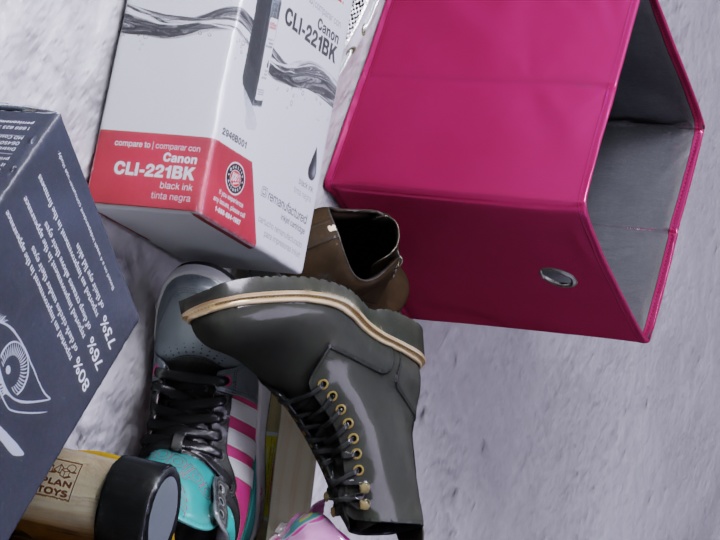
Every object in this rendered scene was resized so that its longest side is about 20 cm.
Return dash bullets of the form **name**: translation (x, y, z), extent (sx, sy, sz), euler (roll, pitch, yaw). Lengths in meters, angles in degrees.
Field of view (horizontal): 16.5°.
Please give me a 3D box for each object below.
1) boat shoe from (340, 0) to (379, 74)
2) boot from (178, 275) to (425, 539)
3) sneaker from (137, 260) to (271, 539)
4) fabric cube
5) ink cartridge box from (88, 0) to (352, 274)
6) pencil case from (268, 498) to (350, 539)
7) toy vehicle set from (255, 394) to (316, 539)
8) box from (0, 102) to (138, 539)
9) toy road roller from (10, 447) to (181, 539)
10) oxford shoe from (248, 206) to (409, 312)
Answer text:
- **boat shoe**: translation (-0.020, -0.185, 1.649), extent (0.201, 0.070, 0.069), euler (-64, 150, -22)
- **boot**: translation (-0.023, 0.086, 1.473), extent (0.199, 0.077, 0.140), euler (16, 64, -46)
- **sneaker**: translation (-0.108, 0.106, 1.500), extent (0.121, 0.083, 0.202), euler (-53, 143, -64)
- **fabric cube**: translation (0.117, -0.084, 1.806), extent (0.197, 0.198, 0.201), euler (58, 43, -53)
- **ink cartridge box**: translation (-0.081, -0.114, 1.505), extent (0.144, 0.083, 0.202), euler (31, 66, -62)
- **pencil case**: translation (-0.074, 0.228, 1.494), extent (0.200, 0.087, 0.088), euler (-39, 137, -16)
- **toy vehicle set**: translation (-0.050, 0.134, 1.613), extent (0.124, 0.026, 0.202), euler (168, -71, -82)
- **box**: translation (-0.211, 0.035, 1.228), extent (0.201, 0.104, 0.149), euler (-61, 146, -41)
- **toy road roller**: translation (-0.166, 0.191, 1.343), extent (0.146, 0.122, 0.201), euler (76, 29, -58)
- **oxford shoe**: translation (0.000, 0.000, 1.686), extent (0.200, 0.084, 0.073), euler (16, 52, -68)
